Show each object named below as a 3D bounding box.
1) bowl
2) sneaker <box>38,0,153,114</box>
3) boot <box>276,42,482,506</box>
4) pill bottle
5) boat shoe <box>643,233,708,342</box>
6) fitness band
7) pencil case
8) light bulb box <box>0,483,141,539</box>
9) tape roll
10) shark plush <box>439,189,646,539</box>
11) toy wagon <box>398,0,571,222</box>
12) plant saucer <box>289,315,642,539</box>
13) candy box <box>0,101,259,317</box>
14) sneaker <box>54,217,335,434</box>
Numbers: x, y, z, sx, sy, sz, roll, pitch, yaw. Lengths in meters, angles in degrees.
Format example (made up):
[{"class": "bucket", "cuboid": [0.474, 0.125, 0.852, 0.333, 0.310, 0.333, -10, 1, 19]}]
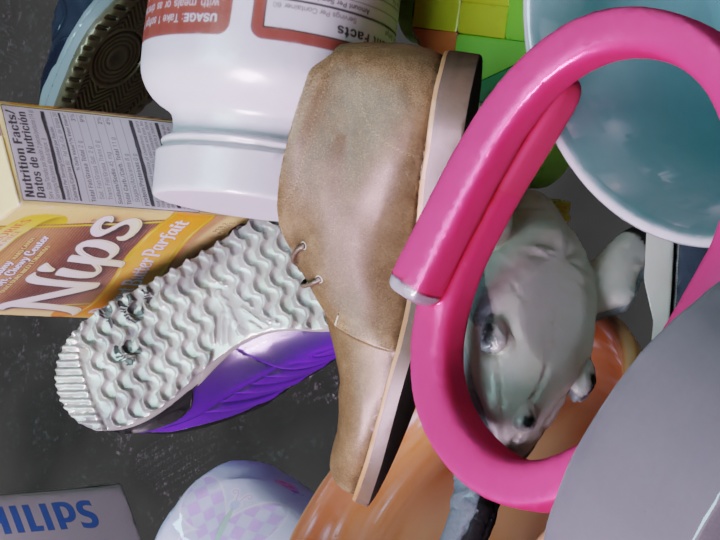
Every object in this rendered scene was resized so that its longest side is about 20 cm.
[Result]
[{"class": "bowl", "cuboid": [0.172, -0.108, 1.149, 0.201, 0.105, 0.201, -1, 89, 44]}, {"class": "sneaker", "cuboid": [-0.126, -0.170, 1.464, 0.108, 0.070, 0.200, 37, 107, 33]}, {"class": "boot", "cuboid": [0.000, 0.000, 1.245, 0.075, 0.074, 0.200, 10, 102, 5]}, {"class": "pill bottle", "cuboid": [-0.037, -0.126, 1.298, 0.112, 0.112, 0.200, 2, 82, 44]}, {"class": "boat shoe", "cuboid": [0.149, 0.054, 1.188, 0.062, 0.075, 0.200, -2, 73, 13]}, {"class": "fitness band", "cuboid": [0.087, -0.004, 1.118, 0.144, 0.037, 0.200, 39, 107, 39]}, {"class": "pencil case", "cuboid": [-0.012, 0.169, 1.334, 0.200, 0.083, 0.091, 36, 100, 38]}, {"class": "light bulb box", "cuboid": [-0.188, 0.240, 1.476, 0.198, 0.125, 0.200, -38, 64, 37]}, {"class": "tape roll", "cuboid": [0.161, 0.090, 1.087, 0.066, 0.200, 0.200, 38, 114, 40]}, {"class": "shark plush", "cuboid": [0.065, 0.046, 1.221, 0.083, 0.091, 0.200, -42, 39, 49]}, {"class": "toy wagon", "cuboid": [0.080, -0.119, 1.284, 0.155, 0.040, 0.200, 12, 97, 44]}, {"class": "plant saucer", "cuboid": [0.048, 0.100, 1.245, 0.200, 0.037, 0.200, -36, 24, 19]}, {"class": "candy box", "cuboid": [-0.119, -0.024, 1.364, 0.115, 0.200, 0.055, -33, 66, 39]}, {"class": "sneaker", "cuboid": [-0.039, 0.022, 1.371, 0.200, 0.100, 0.070, -23, 71, 10]}]
